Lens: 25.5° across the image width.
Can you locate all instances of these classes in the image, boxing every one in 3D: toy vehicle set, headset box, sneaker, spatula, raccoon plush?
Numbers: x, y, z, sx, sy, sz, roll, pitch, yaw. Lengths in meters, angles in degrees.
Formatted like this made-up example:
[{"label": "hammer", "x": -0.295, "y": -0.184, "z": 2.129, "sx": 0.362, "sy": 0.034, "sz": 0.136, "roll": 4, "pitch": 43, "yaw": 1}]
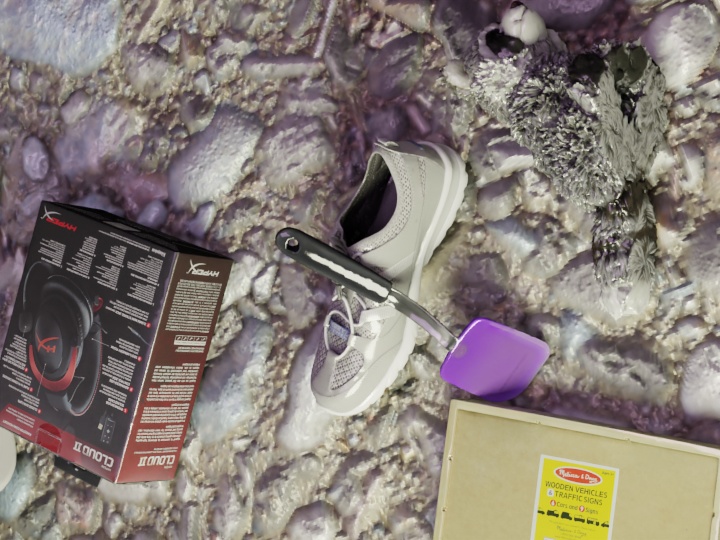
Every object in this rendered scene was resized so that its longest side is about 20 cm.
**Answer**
[{"label": "toy vehicle set", "x": 0.142, "y": 0.161, "z": 1.031, "sx": 0.198, "sy": 0.026, "sz": 0.126, "roll": 8, "pitch": 90, "yaw": 32}, {"label": "headset box", "x": -0.198, "y": 0.064, "z": 1.223, "sx": 0.148, "sy": 0.075, "sz": 0.202, "roll": 19, "pitch": 96, "yaw": 32}, {"label": "sneaker", "x": 0.000, "y": 0.000, "z": 1.094, "sx": 0.074, "sy": 0.082, "sz": 0.202, "roll": 21, "pitch": 94, "yaw": 46}, {"label": "spatula", "x": 0.030, "y": 0.026, "z": 1.050, "sx": 0.199, "sy": 0.021, "sz": 0.057, "roll": 31, "pitch": 112, "yaw": -5}, {"label": "raccoon plush", "x": 0.117, "y": -0.073, "z": 1.034, "sx": 0.133, "sy": 0.096, "sz": 0.203, "roll": 3, "pitch": 88, "yaw": 40}]

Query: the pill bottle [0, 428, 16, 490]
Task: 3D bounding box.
[{"label": "pill bottle", "x": -0.390, "y": 0.173, "z": 1.313, "sx": 0.199, "sy": 0.113, "sz": 0.115, "roll": -31, "pitch": 71, "yaw": 26}]
